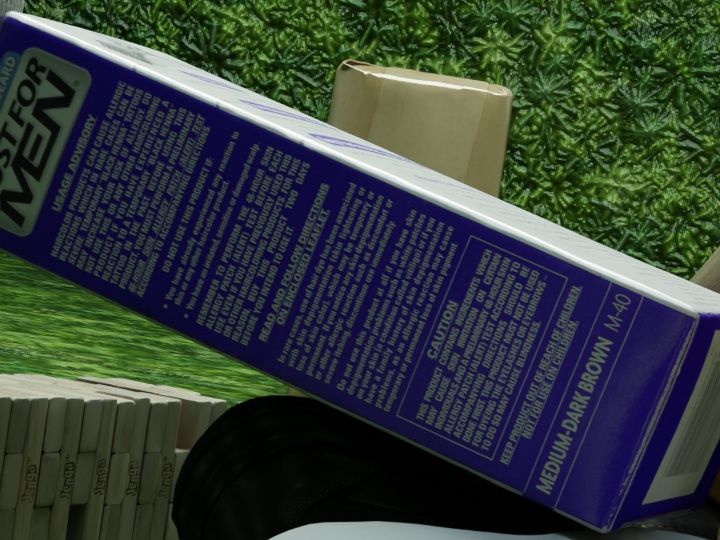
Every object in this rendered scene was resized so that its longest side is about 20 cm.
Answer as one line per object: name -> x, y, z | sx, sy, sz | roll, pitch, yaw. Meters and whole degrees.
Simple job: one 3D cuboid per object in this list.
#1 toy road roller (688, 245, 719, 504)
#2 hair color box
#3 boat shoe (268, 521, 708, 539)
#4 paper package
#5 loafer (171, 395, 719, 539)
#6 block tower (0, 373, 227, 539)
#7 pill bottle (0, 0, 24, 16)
toy road roller -> 0.182, 0.059, 0.782 | 0.200, 0.123, 0.146 | 37, 16, -8
hair color box -> 0.000, 0.000, 0.760 | 0.200, 0.065, 0.109 | 26, 6, 18
boat shoe -> 0.040, 0.094, 0.657 | 0.069, 0.057, 0.200 | 21, 9, 37
paper package -> 0.023, -0.012, 1.632 | 0.103, 0.201, 0.191 | 9, 1, 2
loafer -> 0.046, 0.092, 0.793 | 0.199, 0.073, 0.072 | 10, 26, -25
block tower -> -0.113, 0.062, 0.928 | 0.054, 0.058, 0.200 | 9, 3, 28
pill bottle -> -0.159, -0.014, 0.787 | 0.115, 0.201, 0.116 | 9, 0, 0
